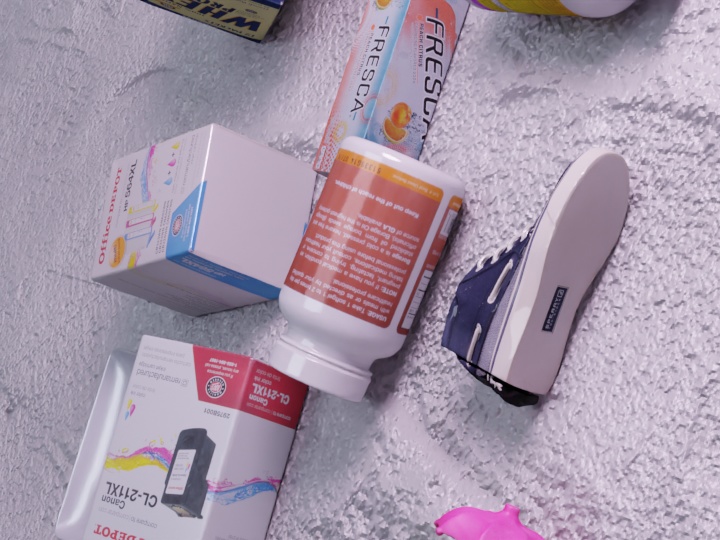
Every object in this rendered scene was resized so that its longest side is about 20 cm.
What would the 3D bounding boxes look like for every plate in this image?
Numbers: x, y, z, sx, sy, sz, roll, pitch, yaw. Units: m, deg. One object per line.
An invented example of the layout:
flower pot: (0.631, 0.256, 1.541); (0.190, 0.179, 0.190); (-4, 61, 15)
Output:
plate: (-0.215, 0.183, 1.752); (0.200, 0.032, 0.201); (8, 79, 54)

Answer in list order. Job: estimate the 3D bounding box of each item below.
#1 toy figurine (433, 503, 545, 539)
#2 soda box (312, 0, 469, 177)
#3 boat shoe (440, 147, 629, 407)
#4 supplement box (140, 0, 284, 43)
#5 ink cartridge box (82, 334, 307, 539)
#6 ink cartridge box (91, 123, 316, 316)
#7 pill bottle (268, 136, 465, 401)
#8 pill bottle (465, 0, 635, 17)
toy figurine: (0.064, 0.253, 1.275); (0.184, 0.150, 0.201); (-36, 67, 25)
soda box: (0.029, -0.168, 1.583); (0.068, 0.063, 0.201); (13, 84, 55)
boat shoe: (0.124, -0.007, 1.354); (0.093, 0.074, 0.201); (28, 96, 48)
supplement box: (-0.119, -0.350, 1.753); (0.200, 0.134, 0.201); (162, 126, -81)
ink cartridge box: (-0.146, 0.172, 1.596); (0.145, 0.083, 0.201); (8, 79, 39)
ink cartridge box: (-0.157, -0.041, 1.712); (0.200, 0.125, 0.129); (-14, 62, 49)
pill bottle: (0.000, 0.000, 1.488); (0.112, 0.112, 0.201); (25, 92, 55)
pill bottle: (0.160, -0.251, 1.414); (0.200, 0.104, 0.105); (17, 86, 55)
